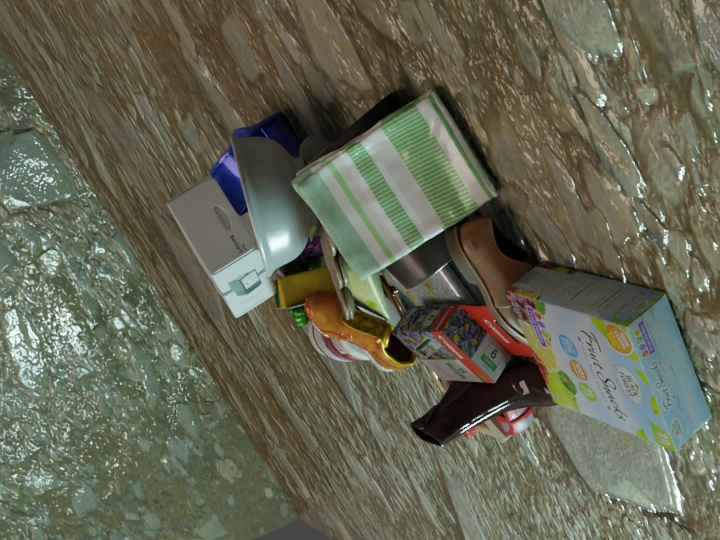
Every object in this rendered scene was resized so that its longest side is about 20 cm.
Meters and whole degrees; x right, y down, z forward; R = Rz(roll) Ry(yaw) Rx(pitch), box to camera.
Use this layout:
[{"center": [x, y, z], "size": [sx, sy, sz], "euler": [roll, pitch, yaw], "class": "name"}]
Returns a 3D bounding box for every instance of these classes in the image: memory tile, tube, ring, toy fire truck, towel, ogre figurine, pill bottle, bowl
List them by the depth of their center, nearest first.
[{"center": [0.040, -0.096, 1.194], "size": [0.153, 0.199, 0.023], "euler": [55, -162, -13], "class": "towel"}, {"center": [-0.041, -0.037, 1.412], "size": [0.200, 0.017, 0.154], "euler": [-112, 8, -60], "class": "memory tile"}, {"center": [-0.112, -0.099, 1.425], "size": [0.201, 0.090, 0.202], "euler": [165, 90, -85], "class": "bowl"}, {"center": [0.094, 0.002, 1.434], "size": [0.200, 0.048, 0.171], "euler": [54, 159, -2], "class": "towel"}, {"center": [0.000, 0.000, 1.503], "size": [0.200, 0.052, 0.058], "euler": [77, 176, -50], "class": "tube"}, {"center": [-0.073, -0.124, 1.555], "size": [0.052, 0.058, 0.200], "euler": [31, 154, 9], "class": "tube"}, {"center": [0.192, 0.212, 1.560], "size": [0.200, 0.049, 0.141], "euler": [24, 146, 54], "class": "toy fire truck"}, {"center": [0.083, 0.092, 1.563], "size": [0.201, 0.019, 0.200], "euler": [62, -178, -3], "class": "ring"}, {"center": [-0.015, 0.097, 1.749], "size": [0.114, 0.114, 0.200], "euler": [55, 161, -6], "class": "pill bottle"}, {"center": [-0.122, -0.009, 1.831], "size": [0.201, 0.098, 0.120], "euler": [62, 171, -5], "class": "ogre figurine"}]

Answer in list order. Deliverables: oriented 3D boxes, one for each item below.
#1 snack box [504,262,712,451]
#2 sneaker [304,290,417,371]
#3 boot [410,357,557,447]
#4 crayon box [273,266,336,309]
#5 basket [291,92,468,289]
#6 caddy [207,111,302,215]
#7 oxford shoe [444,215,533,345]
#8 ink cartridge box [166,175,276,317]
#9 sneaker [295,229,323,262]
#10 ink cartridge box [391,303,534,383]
[{"center": [0.268, 0.089, 1.140], "size": [0.200, 0.068, 0.169], "euler": [15, 138, 58], "class": "snack box"}, {"center": [0.005, 0.083, 1.558], "size": [0.199, 0.073, 0.077], "euler": [30, 149, -23], "class": "sneaker"}, {"center": [0.171, 0.185, 1.381], "size": [0.073, 0.166, 0.200], "euler": [58, 161, -15], "class": "boot"}, {"center": [-0.072, 0.024, 1.676], "size": [0.200, 0.125, 0.052], "euler": [169, 87, -81], "class": "crayon box"}, {"center": [0.038, -0.089, 1.279], "size": [0.200, 0.136, 0.180], "euler": [49, 137, -5], "class": "basket"}, {"center": [-0.166, -0.171, 1.600], "size": [0.105, 0.141, 0.200], "euler": [50, 160, -2], "class": "caddy"}, {"center": [0.181, 0.016, 1.230], "size": [0.200, 0.071, 0.072], "euler": [49, -154, -30], "class": "oxford shoe"}, {"center": [-0.211, -0.034, 1.594], "size": [0.146, 0.084, 0.200], "euler": [55, 172, 20], "class": "ink cartridge box"}, {"center": [-0.076, -0.047, 1.683], "size": [0.200, 0.088, 0.081], "euler": [22, 142, 53], "class": "sneaker"}, {"center": [0.135, 0.097, 1.367], "size": [0.109, 0.050, 0.200], "euler": [43, 160, -18], "class": "ink cartridge box"}]
